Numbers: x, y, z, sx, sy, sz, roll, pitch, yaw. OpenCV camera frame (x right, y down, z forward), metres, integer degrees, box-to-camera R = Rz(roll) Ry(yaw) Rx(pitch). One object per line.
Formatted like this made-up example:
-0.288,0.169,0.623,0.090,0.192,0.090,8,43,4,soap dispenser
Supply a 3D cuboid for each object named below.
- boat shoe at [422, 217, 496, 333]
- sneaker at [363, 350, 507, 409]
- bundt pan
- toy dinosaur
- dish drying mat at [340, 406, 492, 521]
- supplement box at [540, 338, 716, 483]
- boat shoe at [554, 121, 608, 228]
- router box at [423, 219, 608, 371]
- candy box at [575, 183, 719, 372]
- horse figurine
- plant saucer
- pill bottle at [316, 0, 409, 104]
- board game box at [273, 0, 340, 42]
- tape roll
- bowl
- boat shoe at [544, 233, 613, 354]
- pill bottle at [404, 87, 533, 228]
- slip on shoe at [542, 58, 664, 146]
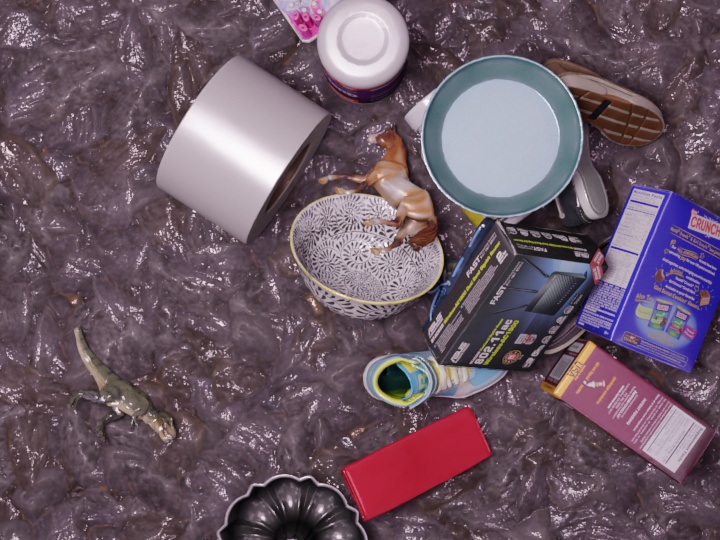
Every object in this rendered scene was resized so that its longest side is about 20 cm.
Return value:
0.138,0.010,1.475,0.069,0.084,0.200,46,121,15,boat shoe
0.103,0.137,1.468,0.199,0.131,0.080,-12,89,0,sneaker
-0.088,0.363,1.498,0.201,0.076,0.202,0,91,1,bundt pan
-0.339,0.175,1.520,0.200,0.047,0.088,44,76,1,toy dinosaur
0.075,0.253,1.491,0.200,0.018,0.077,-23,89,-19,dish drying mat
0.346,0.179,1.473,0.200,0.110,0.086,35,90,0,supplement box
0.270,-0.156,1.497,0.060,0.076,0.201,-22,70,40,boat shoe
0.191,0.037,1.405,0.150,0.062,0.200,7,130,-31,router box
0.387,0.010,1.451,0.169,0.077,0.200,22,92,-35,candy box
0.041,-0.094,1.470,0.132,0.050,0.200,-22,59,-28,horse figurine
0.174,-0.165,1.402,0.199,0.036,0.201,0,91,2,plant saucer
0.005,-0.274,1.435,0.112,0.200,0.113,0,90,1,pill bottle
-0.042,-0.428,1.489,0.200,0.026,0.200,-34,69,1,board game box
-0.148,-0.153,1.438,0.139,0.203,0.203,33,91,0,tape roll
0.000,0.000,1.472,0.200,0.201,0.094,17,134,1,bowl
0.292,0.022,1.488,0.200,0.065,0.072,-45,59,-2,boat shoe
0.150,-0.147,1.477,0.112,0.112,0.200,-38,89,1,pill bottle
0.315,-0.220,1.473,0.200,0.076,0.061,13,49,-28,slip on shoe
